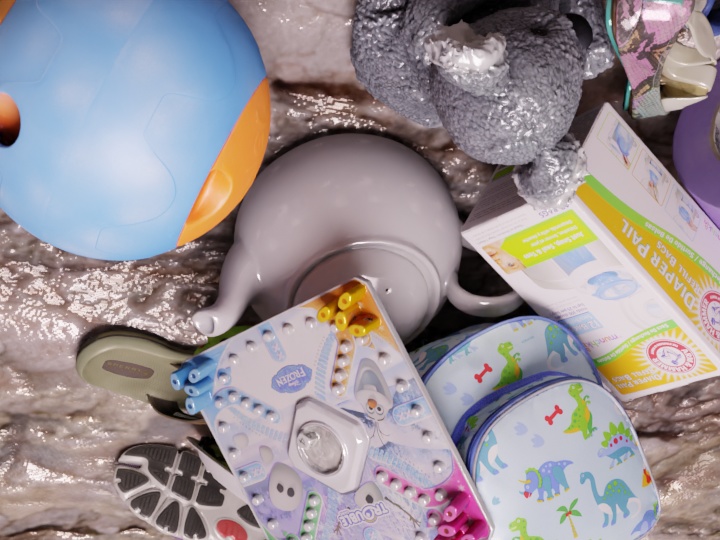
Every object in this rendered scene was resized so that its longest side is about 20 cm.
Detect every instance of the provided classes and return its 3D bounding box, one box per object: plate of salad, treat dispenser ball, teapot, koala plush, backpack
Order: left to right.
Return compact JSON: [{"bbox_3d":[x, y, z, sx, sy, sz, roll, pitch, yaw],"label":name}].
[{"bbox_3d":[-0.159,-0.107,0.825,0.201,0.201,0.201,-6,129,-8],"label":"treat dispenser ball"},{"bbox_3d":[-0.067,0.196,1.113,0.200,0.200,0.048,39,82,-34],"label":"plate of salad"},{"bbox_3d":[0.000,0.000,0.984,0.200,0.146,0.197,-39,126,17],"label":"teapot"},{"bbox_3d":[0.090,-0.139,0.857,0.184,0.200,0.177,-30,129,12],"label":"koala plush"},{"bbox_3d":[0.117,0.138,0.935,0.183,0.147,0.200,-25,91,-21],"label":"backpack"}]

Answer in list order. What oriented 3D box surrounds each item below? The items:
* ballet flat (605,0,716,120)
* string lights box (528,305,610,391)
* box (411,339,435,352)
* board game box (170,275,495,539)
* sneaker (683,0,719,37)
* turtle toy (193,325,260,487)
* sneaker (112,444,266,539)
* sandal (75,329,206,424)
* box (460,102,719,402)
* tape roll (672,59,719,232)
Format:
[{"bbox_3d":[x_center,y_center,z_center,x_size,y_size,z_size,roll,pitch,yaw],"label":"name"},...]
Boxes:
[{"bbox_3d":[0.220,-0.154,0.903,0.071,0.069,0.200,8,170,17],"label":"ballet flat"},{"bbox_3d":[0.202,0.022,1.103,0.103,0.059,0.200,-13,130,-2],"label":"string lights box"},{"bbox_3d":[0.088,0.155,1.114,0.148,0.104,0.200,8,148,-17],"label":"box"},{"bbox_3d":[-0.028,0.128,0.893,0.200,0.026,0.200,-26,91,37],"label":"board game box"},{"bbox_3d":[0.317,-0.228,0.912,0.200,0.088,0.075,-29,127,9],"label":"sneaker"},{"bbox_3d":[-0.049,0.119,1.024,0.200,0.146,0.101,26,101,-2],"label":"turtle toy"},{"bbox_3d":[-0.153,0.237,1.186,0.200,0.081,0.083,35,142,-22],"label":"sneaker"},{"bbox_3d":[-0.149,0.105,1.089,0.201,0.057,0.080,12,125,-24],"label":"sandal"},{"bbox_3d":[0.194,-0.009,0.951,0.200,0.101,0.112,45,142,-18],"label":"box"},{"bbox_3d":[0.346,-0.099,0.949,0.200,0.200,0.085,-35,128,15],"label":"tape roll"}]
